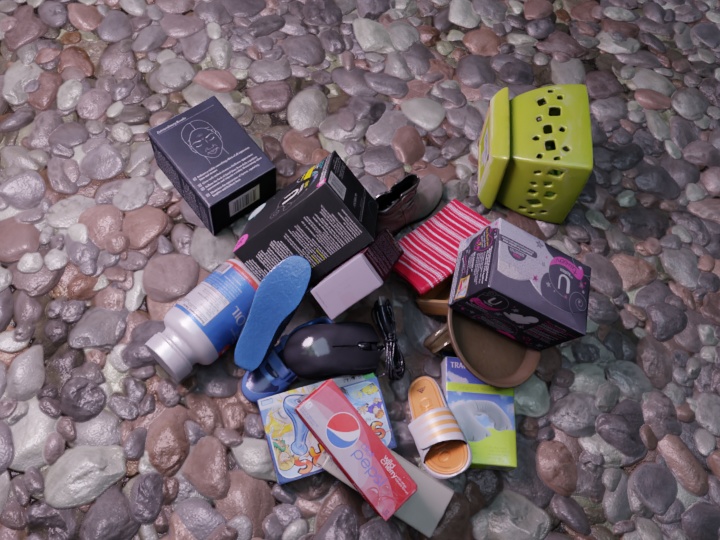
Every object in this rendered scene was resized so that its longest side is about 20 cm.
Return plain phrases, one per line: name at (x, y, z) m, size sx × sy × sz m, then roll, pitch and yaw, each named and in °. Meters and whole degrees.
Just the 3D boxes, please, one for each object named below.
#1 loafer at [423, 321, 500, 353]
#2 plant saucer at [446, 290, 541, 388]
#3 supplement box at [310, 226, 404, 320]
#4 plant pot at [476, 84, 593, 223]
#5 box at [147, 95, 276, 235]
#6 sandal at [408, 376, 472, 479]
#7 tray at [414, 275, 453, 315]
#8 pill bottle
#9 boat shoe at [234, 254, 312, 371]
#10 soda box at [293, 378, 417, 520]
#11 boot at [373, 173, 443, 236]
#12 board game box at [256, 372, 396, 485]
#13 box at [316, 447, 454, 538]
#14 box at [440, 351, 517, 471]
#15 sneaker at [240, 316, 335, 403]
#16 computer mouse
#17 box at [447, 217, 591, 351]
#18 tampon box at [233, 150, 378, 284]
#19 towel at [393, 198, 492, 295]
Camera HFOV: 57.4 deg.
loafer at (0.203, 0.110, 1.150) m, size 0.198 × 0.076 × 0.068 m, roll -17°, pitch 75°, yaw -21°
plant saucer at (0.223, 0.099, 1.107) m, size 0.198 × 0.029 × 0.202 m, roll 11°, pitch 67°, yaw -27°
supplement box at (0.000, 0.000, 1.101) m, size 0.108 × 0.200 × 0.061 m, roll -35°, pitch 96°, yaw 21°
plant pot at (0.327, -0.229, 1.275) m, size 0.180 × 0.199 × 0.202 m, roll 6°, pitch 64°, yaw 2°
box at (-0.273, -0.196, 1.224) m, size 0.148 × 0.107 × 0.200 m, roll -35°, pitch 74°, yaw -21°
sandal at (0.108, 0.236, 1.043) m, size 0.079 × 0.059 × 0.207 m, roll -30°, pitch 36°, yaw 6°
tray at (0.194, 0.002, 1.194) m, size 0.200 × 0.098 × 0.037 m, roll -47°, pitch 113°, yaw -23°
pill bottle at (-0.251, 0.084, 1.087) m, size 0.112 × 0.112 × 0.200 m, roll 40°, pitch 67°, yaw 12°
boat shoe at (-0.145, 0.061, 1.050) m, size 0.084 × 0.069 × 0.201 m, roll 35°, pitch 95°, yaw 0°
soda box at (-0.008, 0.255, 0.945) m, size 0.070 × 0.063 × 0.200 m, roll -39°, pitch 87°, yaw -16°
boot at (0.096, -0.138, 1.231) m, size 0.200 × 0.131 × 0.068 m, roll -40°, pitch 75°, yaw -23°
board game box at (-0.055, 0.248, 1.062) m, size 0.198 × 0.034 × 0.137 m, roll -15°, pitch 79°, yaw -14°
box at (0.037, 0.317, 1.010) m, size 0.199 × 0.068 × 0.082 m, roll 35°, pitch 74°, yaw -3°
box at (0.198, 0.229, 1.111) m, size 0.121 × 0.048 × 0.202 m, roll 5°, pitch 64°, yaw -3°
sneaker at (-0.116, 0.141, 1.094) m, size 0.199 × 0.082 × 0.074 m, roll -37°, pitch 75°, yaw -19°
computer mouse at (-0.023, 0.118, 1.052) m, size 0.198 × 0.053 × 0.140 m, roll -7°, pitch 77°, yaw -19°
box at (0.263, 0.025, 1.072) m, size 0.199 × 0.115 × 0.133 m, roll 26°, pitch 61°, yaw -20°
tampon box at (-0.088, -0.074, 1.098) m, size 0.126 × 0.199 × 0.150 m, roll 49°, pitch 22°, yaw -21°
towel at (0.145, -0.047, 1.204) m, size 0.199 × 0.023 × 0.145 m, roll -35°, pitch 45°, yaw -12°
